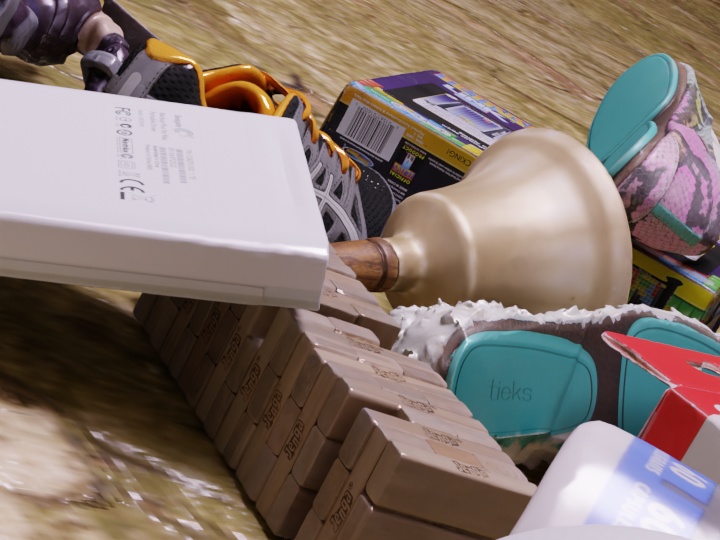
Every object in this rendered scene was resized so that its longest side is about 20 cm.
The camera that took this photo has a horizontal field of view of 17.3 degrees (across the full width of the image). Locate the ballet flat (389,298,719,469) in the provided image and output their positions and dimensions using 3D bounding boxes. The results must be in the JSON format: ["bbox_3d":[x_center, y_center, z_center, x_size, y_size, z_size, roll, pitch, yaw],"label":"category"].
[{"bbox_3d":[0.075,0.041,0.898,0.200,0.072,0.072,14,20,-43],"label":"ballet flat"}]

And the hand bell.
[{"bbox_3d":[0.000,0.000,0.911,0.200,0.104,0.104,-5,33,-41],"label":"hand bell"}]

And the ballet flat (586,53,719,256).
[{"bbox_3d":[0.145,-0.047,1.116,0.071,0.069,0.200,45,16,-7],"label":"ballet flat"}]

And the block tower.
[{"bbox_3d":[-0.015,0.039,0.760,0.058,0.054,0.200,20,16,-29],"label":"block tower"}]

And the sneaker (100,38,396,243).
[{"bbox_3d":[-0.040,-0.041,0.945,0.078,0.077,0.200,33,14,28],"label":"sneaker"}]

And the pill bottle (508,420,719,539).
[{"bbox_3d":[0.112,0.131,0.555,0.200,0.114,0.114,29,15,8],"label":"pill bottle"}]

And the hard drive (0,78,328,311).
[{"bbox_3d":[-0.115,-0.032,0.758,0.199,0.026,0.132,7,21,-9],"label":"hard drive"}]

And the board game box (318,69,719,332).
[{"bbox_3d":[0.087,-0.026,1.159,0.200,0.057,0.165,31,13,12],"label":"board game box"}]

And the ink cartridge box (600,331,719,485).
[{"bbox_3d":[0.165,0.104,0.830,0.116,0.067,0.200,14,20,-44],"label":"ink cartridge box"}]

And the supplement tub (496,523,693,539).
[{"bbox_3d":[0.031,0.129,0.382,0.132,0.132,0.200,28,15,3],"label":"supplement tub"}]

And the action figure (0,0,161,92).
[{"bbox_3d":[-0.158,-0.107,0.988,0.130,0.070,0.200,23,10,12],"label":"action figure"}]
